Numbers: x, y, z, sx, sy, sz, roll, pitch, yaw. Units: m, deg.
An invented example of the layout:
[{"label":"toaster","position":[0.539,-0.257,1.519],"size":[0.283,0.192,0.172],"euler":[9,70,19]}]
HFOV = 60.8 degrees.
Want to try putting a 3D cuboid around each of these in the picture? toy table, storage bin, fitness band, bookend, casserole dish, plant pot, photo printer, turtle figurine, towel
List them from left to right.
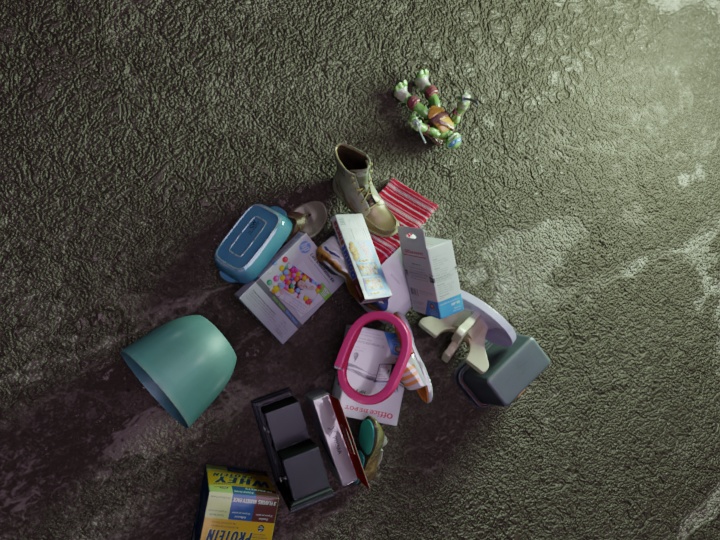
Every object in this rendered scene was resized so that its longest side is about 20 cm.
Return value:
[{"label":"plant pot","position":[-0.349,0.186,1.231],"size":[0.161,0.201,0.201],"euler":[-42,98,-27]},{"label":"casserole dish","position":[-0.234,-0.065,1.312],"size":[0.121,0.039,0.200],"euler":[29,74,25]},{"label":"bookend","position":[-0.145,0.364,1.270],"size":[0.092,0.200,0.199],"euler":[-17,93,-16]},{"label":"fitness band","position":[0.027,0.183,1.296],"size":[0.143,0.037,0.200],"euler":[22,89,22]},{"label":"towel","position":[0.060,-0.115,1.404],"size":[0.145,0.022,0.200],"euler":[37,74,28]},{"label":"photo printer","position":[0.075,0.014,1.418],"size":[0.200,0.069,0.166],"euler":[-44,99,-14]},{"label":"turtle figurine","position":[0.173,-0.384,1.416],"size":[0.144,0.200,0.194],"euler":[-42,74,17]},{"label":"toy table","position":[0.242,0.140,1.412],"size":[0.200,0.184,0.117],"euler":[32,66,24]},{"label":"storage bin","position":[0.348,0.241,1.452],"size":[0.200,0.134,0.146],"euler":[-40,98,-13]}]

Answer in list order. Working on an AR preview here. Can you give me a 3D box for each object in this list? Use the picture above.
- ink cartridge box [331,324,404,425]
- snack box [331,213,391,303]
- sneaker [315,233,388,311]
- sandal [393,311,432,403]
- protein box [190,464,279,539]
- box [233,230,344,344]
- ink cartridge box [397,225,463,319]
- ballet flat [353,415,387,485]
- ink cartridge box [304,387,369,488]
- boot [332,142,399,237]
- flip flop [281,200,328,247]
[{"label":"ink cartridge box","position":[0.025,0.235,1.385],"size":[0.146,0.086,0.200],"euler":[13,82,-15]},{"label":"snack box","position":[0.002,-0.028,1.296],"size":[0.072,0.024,0.200],"euler":[-5,67,-36]},{"label":"sneaker","position":[0.000,0.000,1.330],"size":[0.200,0.075,0.088],"euler":[46,64,-6]},{"label":"sandal","position":[0.094,0.194,1.329],"size":[0.059,0.079,0.207],"euler":[-19,84,-17]},{"label":"protein box","position":[-0.260,0.517,1.228],"size":[0.135,0.200,0.199],"euler":[12,84,-15]},{"label":"box","position":[-0.152,0.038,1.343],"size":[0.200,0.041,0.156],"euler":[-46,120,-15]},{"label":"ink cartridge box","position":[0.151,-0.006,1.335],"size":[0.067,0.116,0.200],"euler":[-18,105,-23]},{"label":"ballet flat","position":[0.025,0.392,1.353],"size":[0.071,0.071,0.200],"euler":[4,121,-16]},{"label":"ink cartridge box","position":[-0.053,0.360,1.309],"size":[0.043,0.174,0.200],"euler":[-19,92,-16]},{"label":"boot","position":[0.011,-0.173,1.336],"size":[0.072,0.155,0.200],"euler":[-38,72,-17]},{"label":"flip flop","position":[-0.162,-0.096,1.361],"size":[0.200,0.058,0.081],"euler":[-21,89,-13]}]
